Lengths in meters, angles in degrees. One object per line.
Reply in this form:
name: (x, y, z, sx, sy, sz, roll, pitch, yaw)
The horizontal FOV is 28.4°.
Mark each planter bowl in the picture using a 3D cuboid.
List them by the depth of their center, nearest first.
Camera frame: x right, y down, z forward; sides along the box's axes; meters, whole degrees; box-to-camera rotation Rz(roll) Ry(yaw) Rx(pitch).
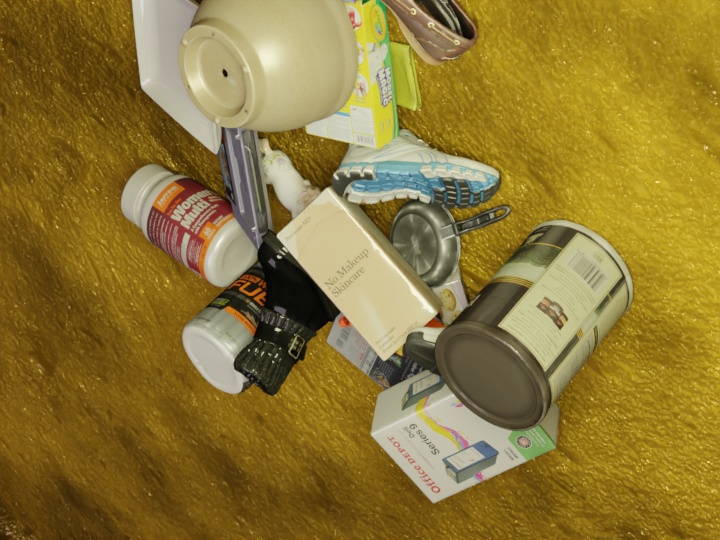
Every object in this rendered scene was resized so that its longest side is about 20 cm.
planter bowl: (-0.119, -0.240, 1.594, 0.199, 0.134, 0.202, 24, 130, 31)

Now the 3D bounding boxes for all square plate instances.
square plate: (-0.231, -0.278, 1.814, 0.200, 0.028, 0.200, 41, 143, 39)

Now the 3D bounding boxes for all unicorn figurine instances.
unicorn figurine: (-0.077, -0.096, 1.849, 0.199, 0.074, 0.138, 37, 150, 8)

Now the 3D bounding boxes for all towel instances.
towel: (-0.017, -0.244, 1.678, 0.198, 0.018, 0.087, 19, 139, 34)

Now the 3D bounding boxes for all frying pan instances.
frying pan: (0.102, -0.029, 1.728, 0.189, 0.031, 0.117, 11, 106, 45)

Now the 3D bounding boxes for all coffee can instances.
coffee can: (0.197, 0.060, 1.602, 0.145, 0.200, 0.147, 28, 143, 24)

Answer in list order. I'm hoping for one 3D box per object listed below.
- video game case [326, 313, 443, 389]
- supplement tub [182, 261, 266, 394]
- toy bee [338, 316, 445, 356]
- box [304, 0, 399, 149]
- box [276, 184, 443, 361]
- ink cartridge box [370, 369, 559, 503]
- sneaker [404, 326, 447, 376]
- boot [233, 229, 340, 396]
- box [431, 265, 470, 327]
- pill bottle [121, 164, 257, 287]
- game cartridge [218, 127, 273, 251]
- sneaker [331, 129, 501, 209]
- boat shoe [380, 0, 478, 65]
video game case: (0.047, 0.098, 1.966, 0.181, 0.023, 0.201, 39, 145, 11)
supplement tub: (-0.140, 0.066, 1.969, 0.122, 0.200, 0.123, 30, 144, 24)
toy bee: (0.027, 0.050, 1.838, 0.109, 0.130, 0.201, -53, 39, 26)
box: (-0.021, -0.248, 1.631, 0.116, 0.048, 0.202, 16, 128, 35)
box: (0.000, 0.000, 1.717, 0.200, 0.095, 0.078, 47, -169, 1)
ink cartridge box: (0.134, 0.192, 1.825, 0.199, 0.088, 0.146, -27, 116, 28)
sneaker: (0.144, 0.068, 1.702, 0.198, 0.117, 0.076, 13, 154, -22)
boot: (-0.111, 0.060, 1.812, 0.079, 0.158, 0.212, 34, 166, 36)
box: (0.134, 0.085, 1.830, 0.041, 0.039, 0.202, -13, 123, 8)
pill bottle: (-0.242, -0.068, 2.018, 0.199, 0.109, 0.110, 32, 145, 29)
game cartridge: (-0.156, -0.138, 1.852, 0.130, 0.038, 0.202, -137, 34, -55)
sneaker: (0.069, -0.128, 1.663, 0.197, 0.087, 0.075, 6, 146, 13)
boat shoe: (0.048, -0.307, 1.496, 0.200, 0.071, 0.070, 45, 154, -15)
